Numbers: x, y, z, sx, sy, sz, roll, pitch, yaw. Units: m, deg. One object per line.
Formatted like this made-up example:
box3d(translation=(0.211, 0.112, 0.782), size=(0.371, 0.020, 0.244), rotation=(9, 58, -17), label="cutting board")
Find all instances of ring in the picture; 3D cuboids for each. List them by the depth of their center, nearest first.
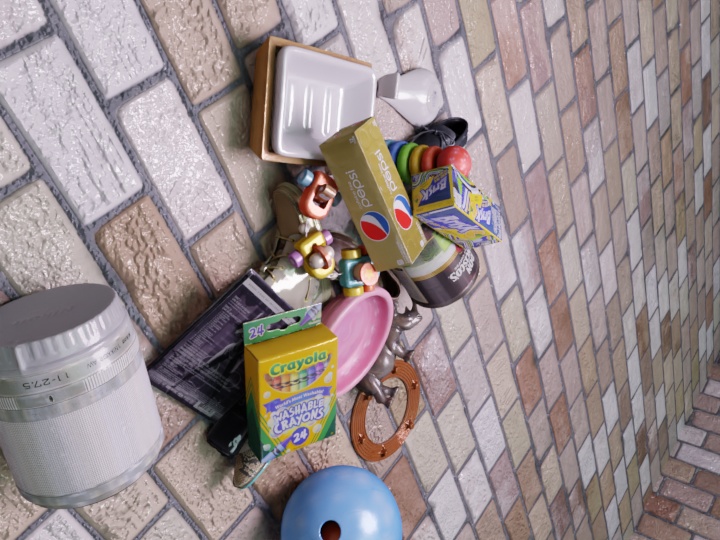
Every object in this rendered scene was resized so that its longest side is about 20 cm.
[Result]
box3d(translation=(0.056, 0.271, 1.220), size=(0.199, 0.019, 0.204), rotation=(-15, 110, -45), label="ring")

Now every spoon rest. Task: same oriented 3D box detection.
box3d(translation=(0.084, -0.303, 1.084), size=(0.199, 0.060, 0.101), rotation=(-9, 109, -60), label="spoon rest")

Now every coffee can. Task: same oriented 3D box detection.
box3d(translation=(0.103, -0.051, 1.093), size=(0.147, 0.145, 0.200), rotation=(-57, 134, -20), label="coffee can")

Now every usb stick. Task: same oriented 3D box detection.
box3d(translation=(-0.154, 0.182, 0.944), size=(0.201, 0.055, 0.033), rotation=(-56, 165, -21), label="usb stick")

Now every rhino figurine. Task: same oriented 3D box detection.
box3d(translation=(0.054, 0.139, 1.139), size=(0.060, 0.086, 0.202), rotation=(79, 35, -73), label="rhino figurine")

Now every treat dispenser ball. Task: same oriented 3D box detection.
box3d(translation=(-0.030, 0.422, 1.030), size=(0.199, 0.199, 0.204), rotation=(-15, 111, -44), label="treat dispenser ball")

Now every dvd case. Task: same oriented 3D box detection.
box3d(translation=(-0.177, 0.109, 0.870), size=(0.200, 0.016, 0.149), rotation=(-43, 132, -1), label="dvd case")

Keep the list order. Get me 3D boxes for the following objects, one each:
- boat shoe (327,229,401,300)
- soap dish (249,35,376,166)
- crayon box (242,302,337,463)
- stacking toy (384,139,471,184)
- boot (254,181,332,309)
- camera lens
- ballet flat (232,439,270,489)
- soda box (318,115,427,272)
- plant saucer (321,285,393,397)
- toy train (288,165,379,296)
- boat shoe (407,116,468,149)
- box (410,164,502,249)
box3d(translation=(0.003, -0.006, 1.047), size=(0.202, 0.074, 0.076), rotation=(33, 76, -46), label="boat shoe")
box3d(translation=(-0.069, -0.232, 0.907), size=(0.198, 0.081, 0.160), rotation=(-4, 103, -46), label="soap dish")
box3d(translation=(-0.096, 0.158, 0.890), size=(0.124, 0.051, 0.203), rotation=(-14, 118, -31), label="crayon box")
box3d(translation=(0.085, -0.169, 0.998), size=(0.085, 0.198, 0.087), rotation=(-12, 106, -51), label="stacking toy")
box3d(translation=(-0.125, -0.010, 0.914), size=(0.154, 0.072, 0.203), rotation=(-32, 122, -35), label="boot")
box3d(translation=(-0.309, 0.135, 0.682), size=(0.159, 0.159, 0.203), rotation=(-27, 119, -40), label="camera lens")
box3d(translation=(-0.139, 0.240, 0.977), size=(0.200, 0.067, 0.076), rotation=(-40, 106, -40), label="ballet flat")
box3d(translation=(0.021, -0.104, 0.887), size=(0.068, 0.063, 0.202), rotation=(-50, 120, -50), label="soda box")
box3d(translation=(-0.025, 0.111, 1.028), size=(0.200, 0.050, 0.203), rotation=(-39, 144, -35), label="plant saucer")
box3d(translation=(-0.021, -0.049, 0.906), size=(0.199, 0.055, 0.152), rotation=(36, 77, -32), label="toy train")
box3d(translation=(0.132, -0.228, 1.124), size=(0.199, 0.074, 0.063), rotation=(-32, 152, -44), label="boat shoe")
box3d(translation=(0.151, -0.092, 0.969), size=(0.199, 0.069, 0.065), rotation=(24, 60, -55), label="box")
